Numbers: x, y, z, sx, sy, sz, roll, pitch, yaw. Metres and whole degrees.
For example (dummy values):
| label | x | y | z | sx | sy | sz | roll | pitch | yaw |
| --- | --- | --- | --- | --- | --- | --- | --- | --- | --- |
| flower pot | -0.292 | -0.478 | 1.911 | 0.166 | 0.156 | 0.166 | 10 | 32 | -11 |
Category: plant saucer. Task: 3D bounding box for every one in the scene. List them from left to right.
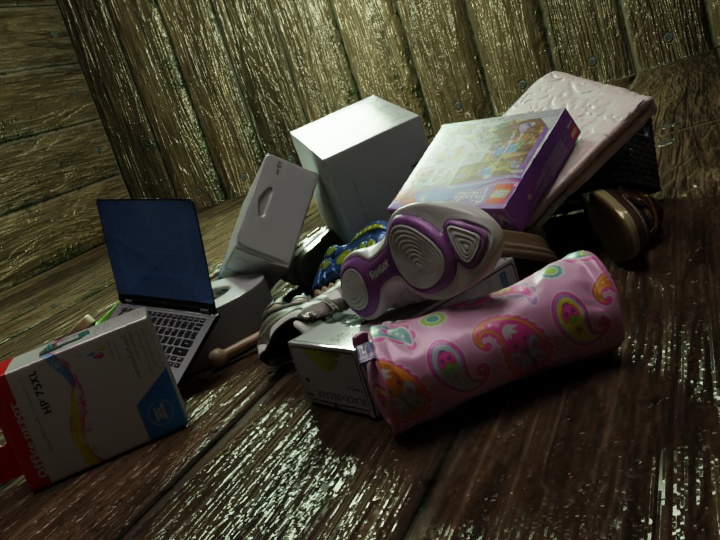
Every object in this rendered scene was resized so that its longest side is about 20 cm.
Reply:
| label | x | y | z | sx | sy | sz | roll | pitch | yaw |
| --- | --- | --- | --- | --- | --- | --- | --- | --- | --- |
| plant saucer | 0.110 | -0.024 | 0.836 | 0.195 | 0.030 | 0.200 | 4 | -3 | 0 |

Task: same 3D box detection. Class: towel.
| label | x | y | z | sx | sy | sz | roll | pitch | yaw |
| --- | --- | --- | --- | --- | --- | --- | --- | --- | --- |
| towel | 0.207 | -0.140 | 0.891 | 0.191 | 0.032 | 0.200 | -45 | 29 | 2 |

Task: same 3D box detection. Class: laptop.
| label | x | y | z | sx | sy | sz | roll | pitch | yaw |
| --- | --- | --- | --- | --- | --- | --- | --- | --- | --- |
| laptop | -0.264 | 0.034 | 0.896 | 0.184 | 0.116 | 0.202 | 3 | 55 | 38 |

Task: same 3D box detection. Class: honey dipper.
| label | x | y | z | sx | sy | sz | roll | pitch | yaw |
| --- | --- | --- | --- | --- | --- | --- | --- | --- | --- |
| honey dipper | -0.095 | 0.064 | 0.958 | 0.197 | 0.039 | 0.038 | -25 | 13 | -19 |

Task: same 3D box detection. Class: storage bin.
| label | x | y | z | sx | sy | sz | roll | pitch | yaw |
| --- | --- | --- | --- | --- | --- | --- | --- | --- | --- |
| storage bin | 0.263 | -0.130 | 1.004 | 0.197 | 0.096 | 0.134 | -12 | -8 | 41 |

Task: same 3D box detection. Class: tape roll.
| label | x | y | z | sx | sy | sz | roll | pitch | yaw |
| --- | --- | --- | --- | --- | --- | --- | --- | --- | --- |
| tape roll | -0.208 | 0.070 | 1.034 | 0.196 | 0.067 | 0.201 | -18 | 13 | 4 |

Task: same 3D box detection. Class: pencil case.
| label | x | y | z | sx | sy | sz | roll | pitch | yaw |
| --- | --- | --- | --- | --- | --- | --- | --- | --- | --- |
| pencil case | 0.095 | 0.052 | 0.594 | 0.196 | 0.089 | 0.087 | -19 | 12 | -3 |

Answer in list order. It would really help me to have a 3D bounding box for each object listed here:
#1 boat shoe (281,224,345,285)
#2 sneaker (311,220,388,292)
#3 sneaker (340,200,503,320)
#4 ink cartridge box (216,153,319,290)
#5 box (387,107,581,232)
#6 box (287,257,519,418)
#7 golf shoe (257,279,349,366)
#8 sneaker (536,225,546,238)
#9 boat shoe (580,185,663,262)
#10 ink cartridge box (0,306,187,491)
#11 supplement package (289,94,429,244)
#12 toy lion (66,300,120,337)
| label | x | y | z | sx | sy | sz | roll | pitch | yaw |
| --- | --- | --- | --- | --- | --- | --- | --- | --- | --- |
| boat shoe | -0.056 | -0.039 | 1.254 | 0.067 | 0.076 | 0.199 | -1 | 22 | 39 |
| sneaker | 0.000 | 0.000 | 1.031 | 0.198 | 0.082 | 0.072 | -27 | 36 | 53 |
| sneaker | 0.058 | -0.017 | 0.638 | 0.098 | 0.076 | 0.199 | -20 | -1 | -30 |
| ink cartridge box | -0.137 | -0.057 | 1.138 | 0.083 | 0.147 | 0.200 | 20 | -19 | -10 |
| box | 0.131 | -0.108 | 0.877 | 0.198 | 0.039 | 0.138 | 6 | 57 | 56 |
| box | 0.046 | 0.054 | 0.722 | 0.198 | 0.061 | 0.116 | -27 | 14 | -31 |
| golf shoe | -0.020 | 0.053 | 0.824 | 0.197 | 0.079 | 0.095 | -24 | 18 | 18 |
| sneaker | 0.136 | -0.067 | 0.979 | 0.196 | 0.087 | 0.075 | 0 | -15 | 27 |
| boat shoe | 0.284 | -0.060 | 0.834 | 0.071 | 0.074 | 0.200 | -17 | 6 | 10 |
| ink cartridge box | -0.281 | 0.129 | 0.767 | 0.197 | 0.118 | 0.067 | -23 | 13 | -13 |
| supplement package | 0.009 | -0.144 | 1.147 | 0.148 | 0.154 | 0.200 | -25 | 26 | -9 |
| toy lion | -0.353 | 0.074 | 1.166 | 0.201 | 0.068 | 0.192 | -53 | 6 | -34 |
